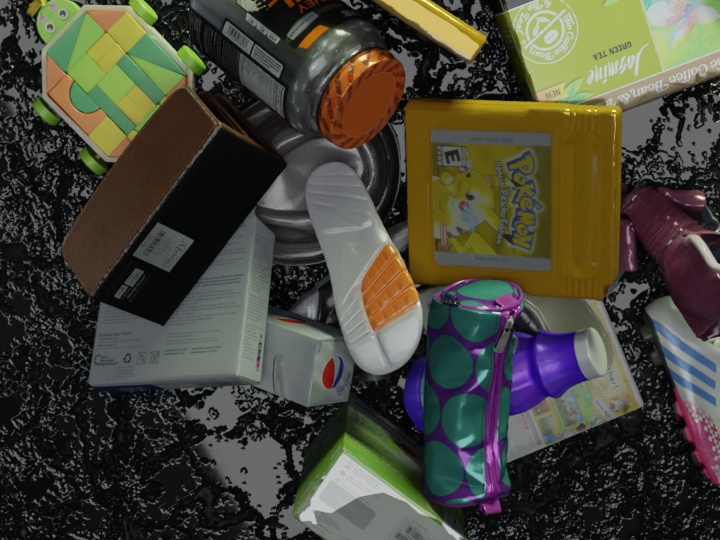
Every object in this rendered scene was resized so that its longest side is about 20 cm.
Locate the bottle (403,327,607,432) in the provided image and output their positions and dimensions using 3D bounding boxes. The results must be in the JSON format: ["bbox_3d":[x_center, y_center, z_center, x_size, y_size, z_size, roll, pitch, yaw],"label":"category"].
[{"bbox_3d":[0.140,0.102,1.336,0.198,0.084,0.066,-17,121,29],"label":"bottle"}]

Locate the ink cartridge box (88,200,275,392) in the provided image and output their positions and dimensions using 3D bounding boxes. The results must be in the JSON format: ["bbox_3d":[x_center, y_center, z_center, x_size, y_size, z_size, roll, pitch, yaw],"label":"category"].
[{"bbox_3d":[-0.172,0.015,1.344,0.195,0.043,0.202,-5,70,35],"label":"ink cartridge box"}]

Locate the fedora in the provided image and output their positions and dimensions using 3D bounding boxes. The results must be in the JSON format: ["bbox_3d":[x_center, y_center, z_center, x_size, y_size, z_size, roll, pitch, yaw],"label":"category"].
[{"bbox_3d":[-0.056,-0.090,1.361,0.198,0.090,0.179,-14,98,4],"label":"fedora"}]

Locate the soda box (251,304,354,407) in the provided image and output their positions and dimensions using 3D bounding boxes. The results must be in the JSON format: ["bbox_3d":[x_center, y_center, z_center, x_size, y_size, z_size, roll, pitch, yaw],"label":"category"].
[{"bbox_3d":[-0.098,0.072,1.348,0.199,0.063,0.069,17,101,37],"label":"soda box"}]

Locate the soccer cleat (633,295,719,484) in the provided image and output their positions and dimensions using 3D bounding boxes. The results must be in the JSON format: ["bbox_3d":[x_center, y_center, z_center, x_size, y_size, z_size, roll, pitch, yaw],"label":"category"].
[{"bbox_3d":[0.349,0.117,1.392,0.086,0.070,0.202,-23,97,5],"label":"soccer cleat"}]

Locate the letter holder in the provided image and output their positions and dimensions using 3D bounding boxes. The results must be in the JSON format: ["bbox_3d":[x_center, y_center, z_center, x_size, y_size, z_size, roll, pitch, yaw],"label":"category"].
[{"bbox_3d":[-0.191,-0.078,1.302,0.200,0.100,0.142,-51,51,11],"label":"letter holder"}]

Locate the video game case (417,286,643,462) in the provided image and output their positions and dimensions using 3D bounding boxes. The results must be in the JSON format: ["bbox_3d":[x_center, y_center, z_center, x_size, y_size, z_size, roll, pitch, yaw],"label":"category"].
[{"bbox_3d":[0.171,0.082,1.416,0.180,0.023,0.202,-23,96,5],"label":"video game case"}]

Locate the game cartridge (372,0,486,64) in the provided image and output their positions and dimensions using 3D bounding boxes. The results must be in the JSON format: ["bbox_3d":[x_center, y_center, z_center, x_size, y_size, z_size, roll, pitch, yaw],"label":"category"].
[{"bbox_3d":[0.026,-0.261,1.290,0.199,0.176,0.033,34,99,-4],"label":"game cartridge"}]

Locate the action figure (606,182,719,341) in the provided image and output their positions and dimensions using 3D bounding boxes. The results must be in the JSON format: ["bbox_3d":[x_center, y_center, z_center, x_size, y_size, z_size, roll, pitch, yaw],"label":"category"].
[{"bbox_3d":[0.299,-0.025,1.331,0.134,0.149,0.200,-44,62,-5],"label":"action figure"}]

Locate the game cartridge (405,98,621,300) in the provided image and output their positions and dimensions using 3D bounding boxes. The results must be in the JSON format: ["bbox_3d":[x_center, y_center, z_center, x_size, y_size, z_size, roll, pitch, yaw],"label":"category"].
[{"bbox_3d":[0.139,-0.066,1.271,0.198,0.032,0.178,5,109,23],"label":"game cartridge"}]

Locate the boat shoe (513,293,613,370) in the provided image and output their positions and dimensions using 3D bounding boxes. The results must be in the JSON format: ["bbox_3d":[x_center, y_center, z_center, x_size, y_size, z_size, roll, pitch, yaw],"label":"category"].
[{"bbox_3d":[0.167,0.035,1.378,0.200,0.057,0.067,40,61,-7],"label":"boat shoe"}]

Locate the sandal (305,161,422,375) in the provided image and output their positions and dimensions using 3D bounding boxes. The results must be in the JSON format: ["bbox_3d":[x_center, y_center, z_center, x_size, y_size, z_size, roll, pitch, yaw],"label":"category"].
[{"bbox_3d":[0.008,-0.004,1.303,0.078,0.059,0.209,-20,76,8],"label":"sandal"}]

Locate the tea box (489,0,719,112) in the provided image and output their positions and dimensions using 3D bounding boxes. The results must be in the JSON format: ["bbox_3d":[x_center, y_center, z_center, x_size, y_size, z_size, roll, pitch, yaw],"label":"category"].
[{"bbox_3d":[0.232,-0.253,1.307,0.198,0.134,0.199,-21,99,5],"label":"tea box"}]

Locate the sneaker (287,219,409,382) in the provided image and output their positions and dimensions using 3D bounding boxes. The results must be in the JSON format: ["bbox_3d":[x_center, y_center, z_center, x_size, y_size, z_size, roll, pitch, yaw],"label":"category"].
[{"bbox_3d":[0.017,0.040,1.390,0.199,0.076,0.114,-38,97,12],"label":"sneaker"}]

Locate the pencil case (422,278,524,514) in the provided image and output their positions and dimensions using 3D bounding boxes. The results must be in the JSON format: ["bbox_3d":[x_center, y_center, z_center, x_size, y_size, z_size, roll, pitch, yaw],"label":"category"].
[{"bbox_3d":[0.102,0.113,1.261,0.084,0.092,0.202,-7,105,-33],"label":"pencil case"}]

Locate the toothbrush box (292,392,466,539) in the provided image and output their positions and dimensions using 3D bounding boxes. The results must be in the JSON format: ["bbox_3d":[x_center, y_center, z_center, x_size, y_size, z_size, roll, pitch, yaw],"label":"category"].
[{"bbox_3d":[0.019,0.218,1.350,0.145,0.200,0.086,37,97,-4],"label":"toothbrush box"}]

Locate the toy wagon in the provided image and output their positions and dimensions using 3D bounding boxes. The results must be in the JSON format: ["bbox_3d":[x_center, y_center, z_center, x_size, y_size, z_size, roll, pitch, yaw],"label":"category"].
[{"bbox_3d":[-0.258,-0.201,1.376,0.155,0.040,0.200,-44,95,7],"label":"toy wagon"}]

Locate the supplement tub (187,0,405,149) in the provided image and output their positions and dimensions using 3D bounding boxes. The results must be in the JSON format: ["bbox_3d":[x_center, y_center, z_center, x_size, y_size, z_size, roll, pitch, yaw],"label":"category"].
[{"bbox_3d":[-0.059,-0.207,1.290,0.200,0.122,0.123,40,99,26],"label":"supplement tub"}]
